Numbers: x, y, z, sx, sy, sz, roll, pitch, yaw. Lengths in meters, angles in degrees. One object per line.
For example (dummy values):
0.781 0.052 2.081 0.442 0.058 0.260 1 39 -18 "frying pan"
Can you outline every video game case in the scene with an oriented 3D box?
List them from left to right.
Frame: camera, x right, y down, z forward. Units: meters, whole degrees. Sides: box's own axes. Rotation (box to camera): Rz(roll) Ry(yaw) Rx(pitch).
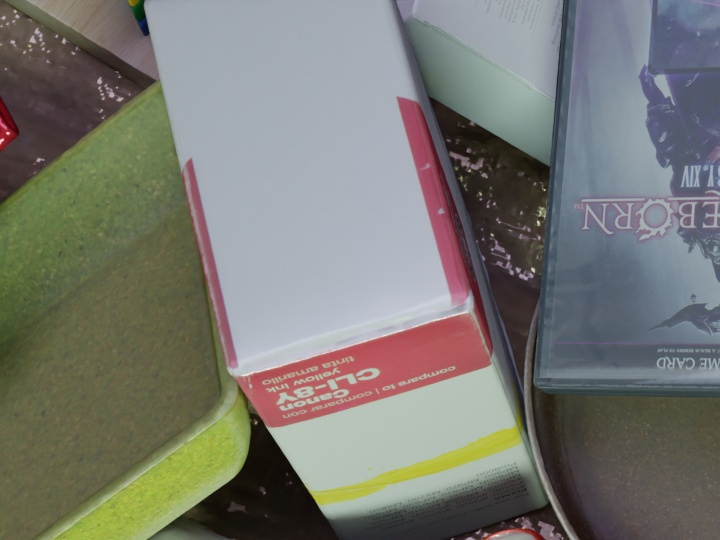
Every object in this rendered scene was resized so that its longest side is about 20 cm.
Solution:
0.134 -0.057 0.831 0.142 0.019 0.202 0 75 25 "video game case"

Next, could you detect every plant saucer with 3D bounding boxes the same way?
-0.115 0.049 0.886 0.199 0.048 0.200 -36 35 17 "plant saucer"
0.150 0.057 0.874 0.198 0.032 0.202 6 62 -11 "plant saucer"

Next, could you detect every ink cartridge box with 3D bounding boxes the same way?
0.000 0.000 0.861 0.083 0.200 0.146 -18 64 4 "ink cartridge box"

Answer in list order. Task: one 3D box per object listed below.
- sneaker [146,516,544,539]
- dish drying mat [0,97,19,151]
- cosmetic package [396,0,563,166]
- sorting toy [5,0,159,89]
0.020 0.121 0.862 0.199 0.070 0.094 29 90 16 "sneaker"
-0.216 -0.019 0.900 0.199 0.018 0.077 -37 64 13 "dish drying mat"
0.091 -0.142 0.946 0.150 0.052 0.201 28 66 -24 "cosmetic package"
-0.032 -0.164 1.014 0.198 0.070 0.200 32 74 21 "sorting toy"
